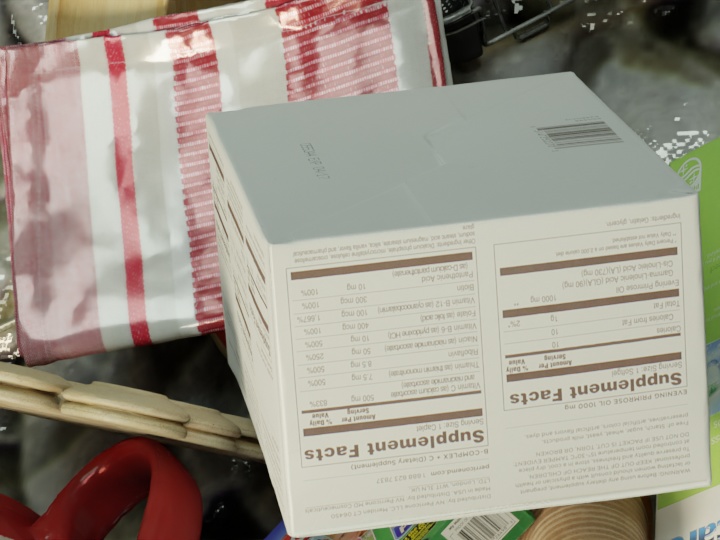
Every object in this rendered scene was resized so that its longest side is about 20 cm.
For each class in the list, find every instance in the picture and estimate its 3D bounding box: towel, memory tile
[{"bbox_3d":[-0.056,-0.046,1.270,0.199,0.023,0.145,-11,72,10],"label":"towel"},{"bbox_3d":[-0.108,0.056,1.227,0.153,0.200,0.017,10,85,23],"label":"memory tile"}]

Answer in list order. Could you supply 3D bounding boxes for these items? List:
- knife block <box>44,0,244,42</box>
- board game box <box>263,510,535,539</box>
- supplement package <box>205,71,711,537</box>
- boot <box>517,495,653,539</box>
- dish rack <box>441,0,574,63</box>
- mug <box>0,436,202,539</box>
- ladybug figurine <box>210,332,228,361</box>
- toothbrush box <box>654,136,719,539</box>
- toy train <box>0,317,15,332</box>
[{"bbox_3d":[-0.103,-0.112,1.339,0.064,0.176,0.201,16,65,26],"label":"knife block"},{"bbox_3d":[-0.021,0.137,1.168,0.200,0.029,0.135,-47,18,7],"label":"board game box"},{"bbox_3d":[0.032,0.007,1.125,0.155,0.111,0.200,-6,17,-7],"label":"supplement package"},{"bbox_3d":[0.065,0.150,1.175,0.076,0.201,0.155,9,25,-3],"label":"boot"},{"bbox_3d":[0.088,-0.192,1.406,0.199,0.055,0.154,-28,56,-2],"label":"dish rack"},{"bbox_3d":[-0.136,0.147,1.143,0.200,0.133,0.178,-155,81,-69],"label":"mug"},{"bbox_3d":[0.000,0.000,1.300,0.136,0.072,0.200,-42,57,-12],"label":"ladybug figurine"},{"bbox_3d":[0.193,0.055,1.153,0.086,0.145,0.201,-28,46,41],"label":"toothbrush box"},{"bbox_3d":[-0.263,0.025,1.338,0.199,0.116,0.085,-21,56,4],"label":"toy train"}]
